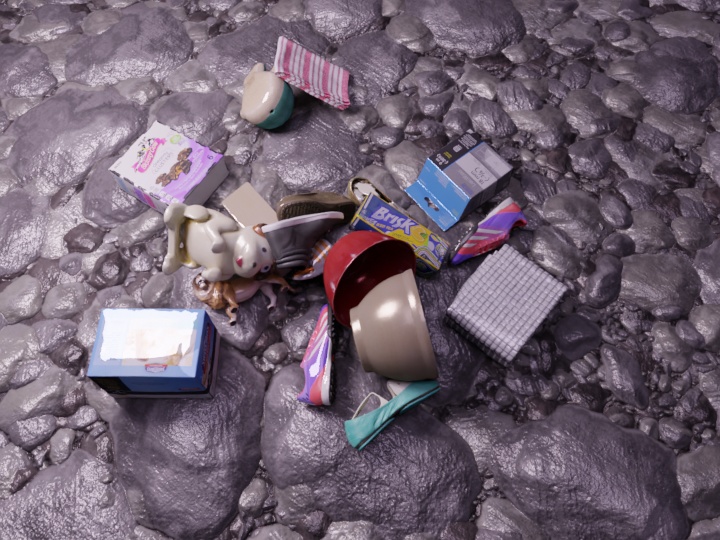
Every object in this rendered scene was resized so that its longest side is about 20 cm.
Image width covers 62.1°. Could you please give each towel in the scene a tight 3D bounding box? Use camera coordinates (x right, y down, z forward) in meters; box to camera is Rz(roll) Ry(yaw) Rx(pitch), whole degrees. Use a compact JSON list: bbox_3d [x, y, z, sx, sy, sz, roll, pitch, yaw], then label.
[{"bbox_3d":[-0.111,-0.475,1.429,0.197,0.030,0.148,21,46,-26],"label":"towel"},{"bbox_3d":[0.282,0.067,1.175,0.165,0.086,0.200,37,70,20],"label":"towel"}]

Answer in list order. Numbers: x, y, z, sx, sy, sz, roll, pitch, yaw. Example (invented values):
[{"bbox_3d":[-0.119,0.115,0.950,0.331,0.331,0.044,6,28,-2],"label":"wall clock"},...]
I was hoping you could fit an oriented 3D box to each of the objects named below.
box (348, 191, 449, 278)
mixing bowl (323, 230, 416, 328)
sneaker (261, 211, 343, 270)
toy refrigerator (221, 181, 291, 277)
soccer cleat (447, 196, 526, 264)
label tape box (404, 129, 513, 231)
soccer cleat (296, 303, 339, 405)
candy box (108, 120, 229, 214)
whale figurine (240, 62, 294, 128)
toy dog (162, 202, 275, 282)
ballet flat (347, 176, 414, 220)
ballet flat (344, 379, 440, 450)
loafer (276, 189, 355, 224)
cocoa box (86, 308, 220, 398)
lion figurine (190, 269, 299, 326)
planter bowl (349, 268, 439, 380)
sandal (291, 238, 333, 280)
[{"bbox_3d":[0.079,-0.071,1.223,0.198,0.064,0.071,32,64,-6],"label":"box"},{"bbox_3d":[0.000,0.000,1.166,0.199,0.202,0.108,-35,49,-17],"label":"mixing bowl"},{"bbox_3d":[-0.103,-0.057,1.169,0.198,0.070,0.101,-20,101,-46],"label":"sneaker"},{"bbox_3d":[-0.203,-0.087,1.271,0.076,0.070,0.200,-40,68,-11],"label":"toy refrigerator"},{"bbox_3d":[0.266,-0.071,1.251,0.199,0.068,0.073,-41,82,-17],"label":"soccer cleat"},{"bbox_3d":[0.217,-0.203,1.327,0.199,0.064,0.144,-35,67,-17],"label":"label tape box"},{"bbox_3d":[-0.081,0.156,1.144,0.072,0.068,0.203,-3,63,9],"label":"soccer cleat"},{"bbox_3d":[-0.427,-0.221,1.340,0.198,0.072,0.169,28,66,14],"label":"candy box"},{"bbox_3d":[-0.224,-0.419,1.436,0.159,0.103,0.201,-47,41,17],"label":"whale figurine"},{"bbox_3d":[-0.259,-0.043,1.165,0.196,0.194,0.142,15,103,11],"label":"toy dog"},{"bbox_3d":[0.047,-0.136,1.293,0.199,0.071,0.071,40,69,19],"label":"ballet flat"},{"bbox_3d":[0.053,0.242,1.091,0.198,0.068,0.071,-34,75,-14],"label":"ballet flat"},{"bbox_3d":[-0.101,-0.129,1.264,0.198,0.077,0.067,-4,32,-42],"label":"loafer"},{"bbox_3d":[-0.375,0.155,1.108,0.196,0.132,0.136,0,62,1],"label":"cocoa box"},{"bbox_3d":[-0.236,0.034,1.214,0.197,0.073,0.123,-16,49,-23],"label":"lion figurine"},{"bbox_3d":[0.056,0.112,1.097,0.132,0.201,0.203,-14,62,4],"label":"planter bowl"},{"bbox_3d":[-0.060,-0.043,1.234,0.205,0.079,0.060,-28,103,-21],"label":"sandal"}]
